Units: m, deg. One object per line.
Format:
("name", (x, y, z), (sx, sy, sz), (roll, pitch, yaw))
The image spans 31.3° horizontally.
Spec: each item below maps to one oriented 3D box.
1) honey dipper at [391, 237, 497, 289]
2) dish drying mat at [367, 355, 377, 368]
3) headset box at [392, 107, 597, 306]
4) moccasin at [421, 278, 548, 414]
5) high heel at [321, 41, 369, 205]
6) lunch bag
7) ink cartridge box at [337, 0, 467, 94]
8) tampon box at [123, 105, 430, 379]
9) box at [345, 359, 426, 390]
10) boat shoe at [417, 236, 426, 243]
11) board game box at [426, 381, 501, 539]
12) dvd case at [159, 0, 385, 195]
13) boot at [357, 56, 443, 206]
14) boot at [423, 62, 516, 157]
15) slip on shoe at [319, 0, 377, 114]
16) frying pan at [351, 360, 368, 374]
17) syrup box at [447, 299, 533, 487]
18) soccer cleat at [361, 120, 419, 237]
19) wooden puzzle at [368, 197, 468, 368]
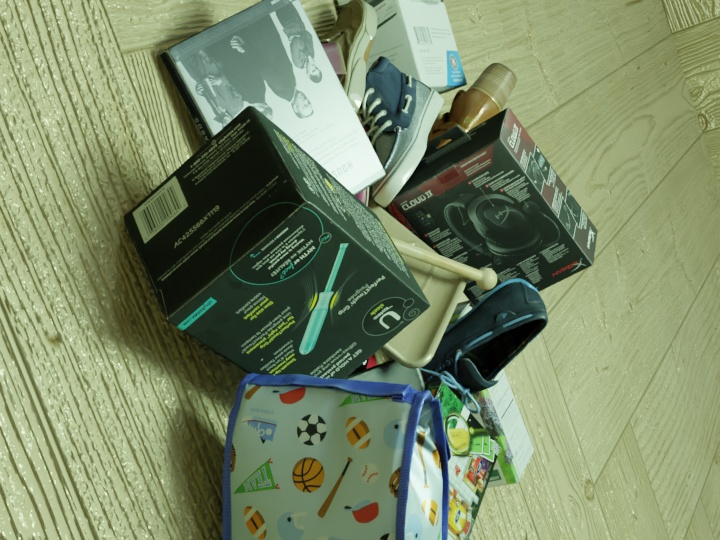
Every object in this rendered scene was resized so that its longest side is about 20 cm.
("honey dipper", (0.054, -0.017, 1.272), (0.198, 0.038, 0.038), (20, 55, -29))
("dish drying mat", (0.000, 0.123, 1.306), (0.077, 0.018, 0.202), (-5, 80, -61))
("headset box", (0.142, -0.067, 1.395), (0.200, 0.148, 0.077), (50, 31, -18))
("moccasin", (0.114, 0.095, 1.346), (0.080, 0.201, 0.068), (27, 20, -37))
("high heel", (-0.051, -0.134, 1.283), (0.067, 0.095, 0.202), (121, -42, -66))
("lunch bag", (-0.018, 0.185, 1.026), (0.124, 0.168, 0.203), (-22, 112, -65))
("ink cartridge box", (0.043, -0.306, 1.539), (0.144, 0.083, 0.202), (-18, 92, -63))
("tampon box", (-0.067, -0.006, 1.067), (0.200, 0.149, 0.127), (40, 15, -49))
("box", (0.004, 0.194, 1.188), (0.199, 0.047, 0.196), (-14, 89, -48))
("boat shoe", (0.052, 0.032, 1.391), (0.071, 0.070, 0.200), (53, 30, -16))
("board game box", (0.069, 0.214, 1.202), (0.105, 0.023, 0.201), (46, 48, -24))
("dvd case", (-0.078, -0.143, 1.193), (0.150, 0.025, 0.202), (-33, 102, -28))
("boot", (0.023, -0.150, 1.368), (0.090, 0.073, 0.201), (34, 36, -9))
("boot", (0.114, -0.159, 1.598), (0.073, 0.200, 0.155), (34, 67, 6))
("slip on shoe", (-0.028, -0.235, 1.399), (0.060, 0.076, 0.202), (23, 47, -16))
("frying pan", (-0.016, 0.128, 1.239), (0.114, 0.031, 0.192), (-2, 76, -47))
("syrup box", (0.121, 0.142, 1.456), (0.081, 0.078, 0.202), (-43, 114, -59))
("soccer cleat", (0.048, -0.086, 1.470), (0.076, 0.066, 0.202), (-35, 110, -39))
("wooden puzzle", (0.000, 0.000, 1.273), (0.199, 0.046, 0.186), (35, 34, -2))
